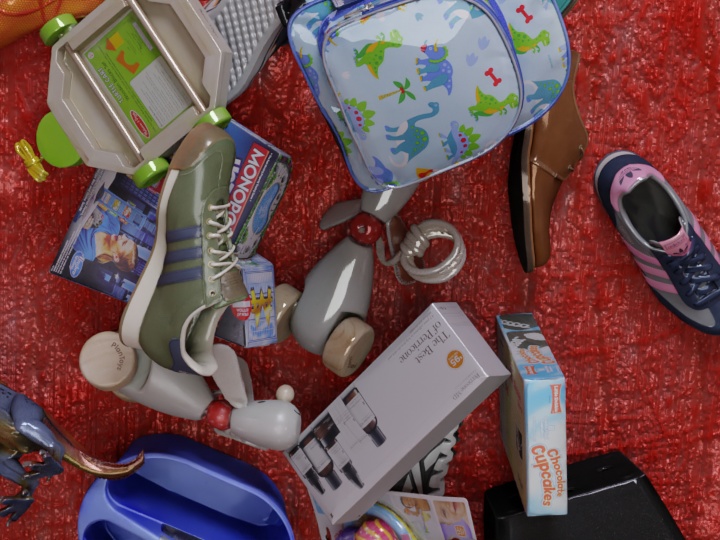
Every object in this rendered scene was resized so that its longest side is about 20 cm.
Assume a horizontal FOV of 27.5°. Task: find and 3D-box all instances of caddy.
[{"bbox_3d":[-0.154,0.236,1.320,0.199,0.105,0.142,24,100,-8],"label":"caddy"}]

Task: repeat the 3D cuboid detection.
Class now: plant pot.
[{"bbox_3d":[0.204,0.272,1.312,0.198,0.200,0.179,-16,93,1],"label":"plant pot"}]

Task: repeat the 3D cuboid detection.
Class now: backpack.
[{"bbox_3d":[0.058,-0.167,1.135,0.199,0.147,0.184,-24,119,3],"label":"backpack"}]

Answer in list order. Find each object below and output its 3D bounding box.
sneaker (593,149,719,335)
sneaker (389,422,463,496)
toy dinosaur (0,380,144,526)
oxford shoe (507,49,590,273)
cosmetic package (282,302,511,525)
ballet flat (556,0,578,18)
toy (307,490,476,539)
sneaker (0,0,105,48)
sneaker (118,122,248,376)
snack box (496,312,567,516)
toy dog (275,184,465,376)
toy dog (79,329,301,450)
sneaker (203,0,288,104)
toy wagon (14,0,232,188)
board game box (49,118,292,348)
[{"bbox_3d":[0.277,-0.014,1.298,0.070,0.082,0.200,-40,102,6],"label":"sneaker"},{"bbox_3d":[0.041,0.158,1.332,0.090,0.067,0.202,6,107,-6],"label":"sneaker"},{"bbox_3d":[-0.319,0.132,1.286,0.199,0.182,0.105,8,125,-37],"label":"toy dinosaur"},{"bbox_3d":[0.165,-0.096,1.281,0.071,0.071,0.202,0,102,-7],"label":"oxford shoe"},{"bbox_3d":[0.028,0.123,1.253,0.200,0.051,0.083,-46,69,21],"label":"cosmetic package"},{"bbox_3d":[0.107,-0.199,1.244,0.200,0.072,0.068,-39,86,20],"label":"ballet flat"},{"bbox_3d":[0.024,0.253,1.301,0.199,0.047,0.116,-4,108,43],"label":"toy"},{"bbox_3d":[-0.239,-0.232,1.225,0.199,0.073,0.077,-31,101,5],"label":"sneaker"},{"bbox_3d":[-0.119,-0.008,1.157,0.090,0.067,0.201,30,111,23],"label":"sneaker"},{"bbox_3d":[0.145,0.118,1.261,0.037,0.200,0.117,-3,104,0],"label":"snack box"},{"bbox_3d":[0.000,0.000,1.281,0.200,0.096,0.132,-41,76,10],"label":"toy dog"},{"bbox_3d":[-0.143,0.083,1.285,0.199,0.132,0.097,21,81,-12],"label":"toy dog"},{"bbox_3d":[-0.099,-0.206,1.243,0.078,0.079,0.200,46,122,-6],"label":"sneaker"},{"bbox_3d":[-0.199,-0.145,1.195,0.199,0.040,0.156,-36,84,21],"label":"toy wagon"},{"bbox_3d":[-0.135,-0.034,1.233,0.199,0.062,0.201,34,105,18],"label":"board game box"}]
